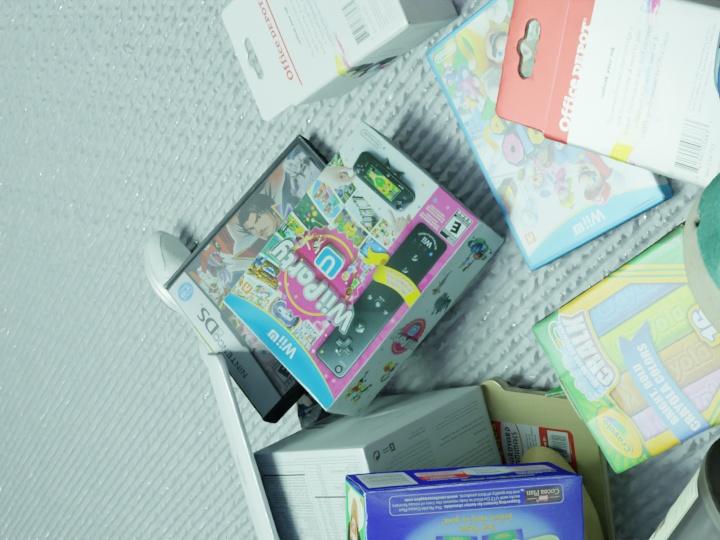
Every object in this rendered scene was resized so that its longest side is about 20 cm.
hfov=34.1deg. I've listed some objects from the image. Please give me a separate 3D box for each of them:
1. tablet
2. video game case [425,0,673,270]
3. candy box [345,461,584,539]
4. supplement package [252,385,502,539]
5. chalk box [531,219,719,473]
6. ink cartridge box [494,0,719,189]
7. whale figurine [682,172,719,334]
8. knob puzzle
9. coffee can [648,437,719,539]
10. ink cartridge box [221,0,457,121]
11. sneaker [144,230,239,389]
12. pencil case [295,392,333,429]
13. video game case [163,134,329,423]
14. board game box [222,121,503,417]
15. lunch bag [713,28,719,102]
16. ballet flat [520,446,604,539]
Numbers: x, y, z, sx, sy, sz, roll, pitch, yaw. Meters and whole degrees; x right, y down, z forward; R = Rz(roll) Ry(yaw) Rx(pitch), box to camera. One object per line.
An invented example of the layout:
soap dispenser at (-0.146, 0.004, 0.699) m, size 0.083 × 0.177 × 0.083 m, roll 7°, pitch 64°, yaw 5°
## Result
tablet at (-0.100, 0.169, 1.023) m, size 0.130 × 0.014 × 0.202 m, roll 165°, pitch 88°, yaw -79°
video game case at (0.142, -0.117, 0.916) m, size 0.143 × 0.018 × 0.202 m, roll -31°, pitch 82°, yaw 45°
candy box at (0.078, 0.251, 0.870) m, size 0.077 × 0.167 × 0.203 m, roll 177°, pitch 92°, yaw -79°
supplement package at (0.032, 0.222, 1.003) m, size 0.150 × 0.151 × 0.202 m, roll -13°, pitch 95°, yaw 47°
chalk box at (0.216, 0.053, 0.827) m, size 0.200 × 0.124 × 0.125 m, roll -42°, pitch 75°, yaw 46°
ink cartridge box at (0.199, -0.135, 0.800) m, size 0.199 × 0.067 × 0.117 m, roll 23°, pitch 118°, yaw 29°
whale figurine at (0.292, -0.002, 0.689) m, size 0.198 × 0.160 × 0.104 m, roll 21°, pitch 143°, yaw -6°
knob puzzle at (0.135, 0.186, 1.020) m, size 0.218 × 0.030 × 0.222 m, roll 18°, pitch 117°, yaw 39°
coffee can at (0.263, 0.234, 0.828) m, size 0.146 × 0.146 × 0.201 m, roll 42°, pitch 130°, yaw 26°
ink cartridge box at (-0.024, -0.220, 1.008) m, size 0.199 × 0.068 × 0.116 m, roll -26°, pitch 86°, yaw 46°
sneaker at (-0.150, 0.024, 1.232) m, size 0.100 × 0.075 × 0.200 m, roll -48°, pitch 69°, yaw 23°
pencil case at (-0.029, 0.132, 1.128) m, size 0.089 × 0.078 × 0.202 m, roll -13°, pitch 96°, yaw 28°
video game case at (-0.068, 0.006, 1.082) m, size 0.200 × 0.025 × 0.181 m, roll -47°, pitch 62°, yaw 10°
board game box at (0.000, 0.000, 1.000) m, size 0.147 × 0.064 × 0.201 m, roll 42°, pitch 99°, yaw 26°
lunch bag at (0.304, -0.142, 0.651) m, size 0.198 × 0.082 × 0.162 m, roll 16°, pitch 109°, yaw 11°
ballet flat at (0.167, 0.243, 0.942) m, size 0.068 × 0.063 × 0.202 m, roll -22°, pitch 89°, yaw 43°
